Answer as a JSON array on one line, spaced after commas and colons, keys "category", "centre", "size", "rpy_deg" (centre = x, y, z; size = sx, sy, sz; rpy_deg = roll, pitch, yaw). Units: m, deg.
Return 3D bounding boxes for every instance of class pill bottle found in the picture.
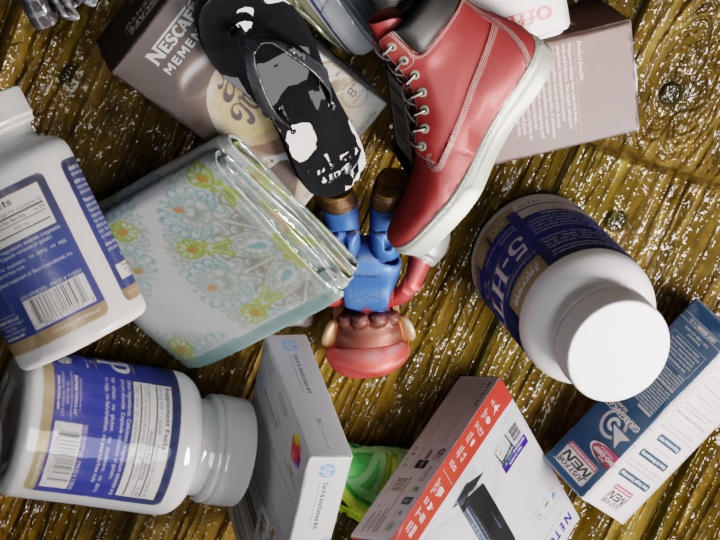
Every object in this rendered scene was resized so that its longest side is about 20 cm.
[{"category": "pill bottle", "centre": [-0.255, -0.034, 1.588], "size": [0.111, 0.111, 0.201], "rpy_deg": [-26, 95, -5]}, {"category": "pill bottle", "centre": [-0.193, 0.137, 1.696], "size": [0.199, 0.120, 0.120], "rpy_deg": [11, 110, -22]}, {"category": "pill bottle", "centre": [0.178, 0.025, 1.727], "size": [0.119, 0.200, 0.120], "rpy_deg": [-7, 115, -15]}]

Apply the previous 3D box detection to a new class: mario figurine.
[{"category": "mario figurine", "centre": [0.000, 0.000, 1.730], "size": [0.106, 0.123, 0.201], "rpy_deg": [-40, 141, -42]}]

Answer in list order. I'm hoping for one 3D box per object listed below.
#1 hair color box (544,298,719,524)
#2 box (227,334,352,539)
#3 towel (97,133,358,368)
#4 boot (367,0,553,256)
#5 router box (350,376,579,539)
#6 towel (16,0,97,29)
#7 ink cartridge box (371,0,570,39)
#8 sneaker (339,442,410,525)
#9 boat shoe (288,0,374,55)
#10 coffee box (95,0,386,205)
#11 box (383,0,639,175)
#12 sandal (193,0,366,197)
[{"category": "hair color box", "centre": [0.269, 0.128, 1.864], "size": [0.200, 0.061, 0.100], "rpy_deg": [-47, 143, 6]}, {"category": "box", "centre": [-0.062, 0.178, 1.722], "size": [0.041, 0.156, 0.201], "rpy_deg": [-1, 127, -18]}, {"category": "towel", "centre": [-0.124, -0.012, 1.660], "size": [0.200, 0.048, 0.171], "rpy_deg": [-27, 121, 32]}, {"category": "boot", "centre": [0.042, -0.122, 1.598], "size": [0.144, 0.072, 0.201], "rpy_deg": [27, 94, -26]}, {"category": "router box", "centre": [0.096, 0.225, 1.816], "size": [0.200, 0.049, 0.180], "rpy_deg": [-53, 126, -34]}, {"category": "towel", "centre": [-0.243, -0.272, 1.460], "size": [0.085, 0.200, 0.166], "rpy_deg": [-21, 117, -7]}, {"category": "ink cartridge box", "centre": [0.073, -0.273, 1.625], "size": [0.144, 0.084, 0.201], "rpy_deg": [-17, 117, -9]}, {"category": "sneaker", "centre": [0.013, 0.183, 1.829], "size": [0.200, 0.074, 0.084], "rpy_deg": [42, 73, -26]}, {"category": "boat shoe", "centre": [-0.060, -0.243, 1.616], "size": [0.062, 0.072, 0.200], "rpy_deg": [-28, 118, 24]}, {"category": "coffee box", "centre": [-0.094, -0.155, 1.627], "size": [0.200, 0.080, 0.113], "rpy_deg": [35, 100, -28]}, {"category": "box", "centre": [0.124, -0.150, 1.705], "size": [0.199, 0.075, 0.101], "rpy_deg": [-13, 116, -10]}, {"category": "sandal", "centre": [-0.053, -0.140, 1.577], "size": [0.076, 0.043, 0.200], "rpy_deg": [-37, 119, -1]}]
